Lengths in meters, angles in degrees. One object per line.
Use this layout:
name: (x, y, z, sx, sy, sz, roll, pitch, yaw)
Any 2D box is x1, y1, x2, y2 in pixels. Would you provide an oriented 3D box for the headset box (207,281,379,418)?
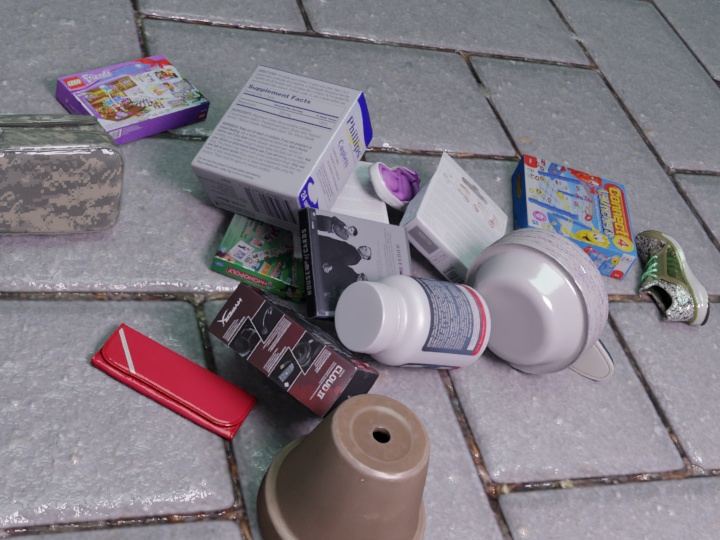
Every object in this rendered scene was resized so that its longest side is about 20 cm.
headset box: (-0.071, 0.107, 1.252, 0.200, 0.077, 0.149, 37, 1, 13)

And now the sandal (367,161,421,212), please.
sandal: (0.071, -0.133, 1.581, 0.083, 0.050, 0.203, 69, 20, 5)

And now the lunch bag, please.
lunch bag: (-0.436, -0.143, 1.369, 0.199, 0.140, 0.168, -6, 33, -30)

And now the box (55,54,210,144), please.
box: (-0.358, -0.270, 1.599, 0.200, 0.039, 0.137, -25, 61, -40)

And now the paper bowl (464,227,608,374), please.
paper bowl: (0.234, 0.050, 1.410, 0.200, 0.201, 0.104, 40, 44, 18)

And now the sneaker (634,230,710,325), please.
sneaker: (0.495, 0.010, 1.672, 0.088, 0.077, 0.200, -7, 47, -19)

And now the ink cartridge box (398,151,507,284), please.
ink cartridge box: (0.149, -0.074, 1.574, 0.160, 0.047, 0.200, 44, 37, -15)

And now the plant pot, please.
plant pot: (-0.002, 0.232, 1.138, 0.199, 0.175, 0.201, 13, 41, -11)

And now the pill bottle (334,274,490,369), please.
pill bottle: (0.068, 0.068, 1.338, 0.199, 0.120, 0.120, 9, 39, -45)

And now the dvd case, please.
dvd case: (0.000, 0.000, 1.396, 0.199, 0.025, 0.151, 9, 69, -45)

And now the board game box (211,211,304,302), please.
board game box: (-0.126, -0.050, 1.482, 0.134, 0.029, 0.200, 22, 41, -4)

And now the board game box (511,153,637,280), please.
board game box: (0.360, -0.094, 1.725, 0.195, 0.056, 0.201, 15, 42, -8)

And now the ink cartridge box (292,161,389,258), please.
ink cartridge box: (-0.039, -0.083, 1.514, 0.161, 0.050, 0.201, 6, 56, -21)

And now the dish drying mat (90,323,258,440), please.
dish drying mat: (-0.229, 0.136, 1.252, 0.199, 0.018, 0.077, 28, 41, 5)

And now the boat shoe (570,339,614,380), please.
boat shoe: (0.299, 0.080, 1.500, 0.200, 0.075, 0.062, 39, 38, 8)

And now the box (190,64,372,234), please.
box: (-0.107, -0.173, 1.450, 0.183, 0.105, 0.201, 19, 64, 24)
